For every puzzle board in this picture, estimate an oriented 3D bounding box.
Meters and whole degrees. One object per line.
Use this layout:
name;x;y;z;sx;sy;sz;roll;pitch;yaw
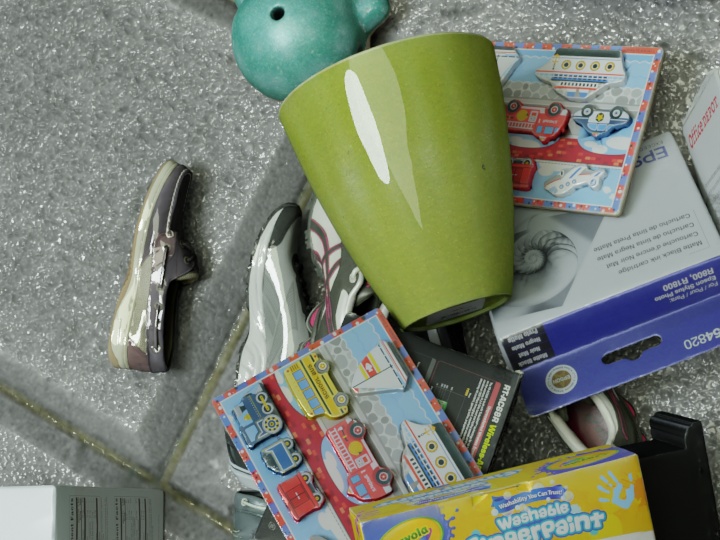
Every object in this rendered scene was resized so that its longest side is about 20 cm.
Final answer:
puzzle board;0.150;-0.128;1.227;0.199;0.017;0.152;9;74;34
puzzle board;-0.001;0.143;1.060;0.150;0.017;0.201;-29;70;-9

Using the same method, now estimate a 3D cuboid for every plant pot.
plant pot;0.051;-0.060;1.152;0.186;0.187;0.202;-20;78;14

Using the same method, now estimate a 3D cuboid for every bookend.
bookend;0.169;0.228;1.079;0.198;0.092;0.201;-11;91;-7

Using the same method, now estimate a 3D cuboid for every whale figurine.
whale figurine;-0.051;-0.255;1.312;0.158;0.104;0.202;12;85;20

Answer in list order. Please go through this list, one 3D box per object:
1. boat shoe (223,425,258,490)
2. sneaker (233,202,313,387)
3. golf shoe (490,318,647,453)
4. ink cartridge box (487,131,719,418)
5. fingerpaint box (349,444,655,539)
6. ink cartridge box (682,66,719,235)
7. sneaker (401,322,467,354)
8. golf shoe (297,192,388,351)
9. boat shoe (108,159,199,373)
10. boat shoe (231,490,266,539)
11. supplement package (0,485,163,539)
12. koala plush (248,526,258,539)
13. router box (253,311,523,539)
boat shoe;-0.036;0.158;1.217;0.198;0.071;0.072;0;41;27
sneaker;-0.066;0.039;1.293;0.078;0.074;0.202;4;87;8
golf shoe;0.172;0.084;1.193;0.077;0.088;0.201;-37;71;11
ink cartridge box;0.198;-0.001;1.173;0.198;0.041;0.201;-22;49;9
fingerpaint box;0.107;0.226;0.989;0.198;0.073;0.169;-13;90;-7
ink cartridge box;0.330;-0.054;1.124;0.083;0.145;0.202;-13;77;-1
sneaker;0.050;0.082;1.241;0.082;0.072;0.202;-19;76;16
golf shoe;0.000;0.000;1.240;0.088;0.077;0.202;-20;64;58
boat shoe;-0.182;-0.001;1.336;0.064;0.072;0.202;13;83;8
boat shoe;-0.025;0.205;1.246;0.198;0.073;0.062;-15;80;21
supplement package;-0.284;0.267;1.253;0.150;0.200;0.152;-4;80;18
koala plush;0.031;0.293;1.161;0.198;0.178;0.184;-16;42;-8
router box;0.024;0.150;1.099;0.149;0.062;0.201;19;69;11
